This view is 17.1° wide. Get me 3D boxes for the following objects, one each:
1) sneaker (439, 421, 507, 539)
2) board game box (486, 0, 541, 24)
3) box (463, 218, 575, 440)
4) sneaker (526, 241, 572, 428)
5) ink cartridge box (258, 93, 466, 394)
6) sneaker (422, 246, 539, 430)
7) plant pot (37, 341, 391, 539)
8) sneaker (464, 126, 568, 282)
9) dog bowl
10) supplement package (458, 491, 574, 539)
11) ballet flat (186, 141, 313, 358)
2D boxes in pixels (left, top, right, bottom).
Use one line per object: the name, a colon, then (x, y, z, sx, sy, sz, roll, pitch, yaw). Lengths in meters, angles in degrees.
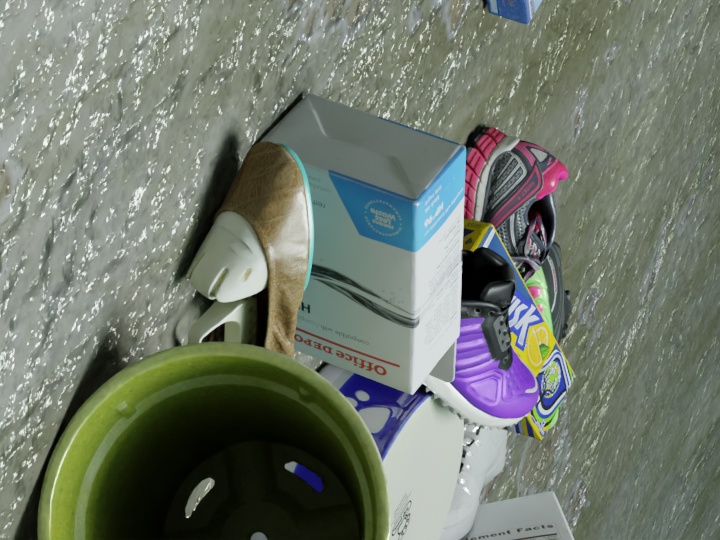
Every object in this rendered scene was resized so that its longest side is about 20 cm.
sneaker: (0.073, 0.131, 1.888, 0.200, 0.073, 0.116, -50, 152, -62)
board game box: (0.142, -0.295, 1.714, 0.200, 0.034, 0.136, -59, 156, -27)
box: (0.090, 0.042, 1.776, 0.064, 0.070, 0.200, -60, 143, -24)
sneaker: (0.147, 0.057, 1.986, 0.084, 0.077, 0.200, -46, 150, -39)
ink cartridge box: (0.000, 0.000, 1.512, 0.068, 0.116, 0.200, -50, 150, -41)
sneaker: (0.078, 0.037, 1.650, 0.099, 0.070, 0.200, -39, 132, 21)
plant pot: (-0.071, 0.155, 1.408, 0.184, 0.200, 0.201, 57, 55, -77)
sneaker: (0.109, -0.010, 1.833, 0.081, 0.074, 0.200, -48, 150, -45)
dog bowl: (-0.002, 0.165, 1.703, 0.200, 0.079, 0.201, -51, 152, -42)
supplement package: (0.116, 0.272, 1.840, 0.200, 0.119, 0.122, -107, -173, -71)
ballet flat: (-0.073, 0.018, 1.444, 0.072, 0.068, 0.200, -25, 139, -35)
